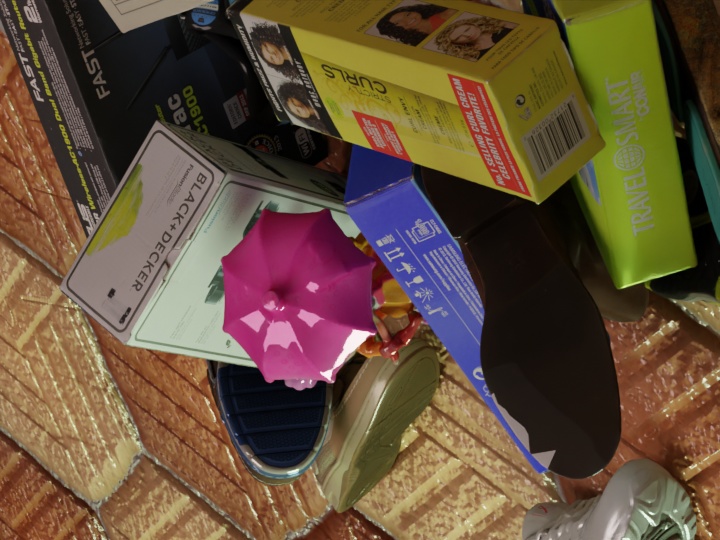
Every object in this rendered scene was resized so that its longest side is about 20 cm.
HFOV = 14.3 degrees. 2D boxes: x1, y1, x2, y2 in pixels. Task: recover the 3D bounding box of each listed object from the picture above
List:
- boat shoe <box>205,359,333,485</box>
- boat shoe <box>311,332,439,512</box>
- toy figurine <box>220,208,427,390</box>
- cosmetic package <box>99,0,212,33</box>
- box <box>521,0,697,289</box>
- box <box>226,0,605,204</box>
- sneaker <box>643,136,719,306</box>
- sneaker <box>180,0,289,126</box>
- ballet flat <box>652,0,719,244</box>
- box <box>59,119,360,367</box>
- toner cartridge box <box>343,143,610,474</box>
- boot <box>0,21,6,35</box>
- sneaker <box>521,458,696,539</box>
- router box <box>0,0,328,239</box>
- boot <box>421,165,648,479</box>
[{"bbox_3d":[-0.061,0.063,1.806,0.073,0.072,0.201,101,165,-46],"label":"boat shoe"},{"bbox_3d":[-0.005,0.087,1.810,0.065,0.071,0.200,47,151,13],"label":"boat shoe"},{"bbox_3d":[0.000,0.000,1.592,0.150,0.184,0.201,36,148,25],"label":"toy figurine"},{"bbox_3d":[-0.131,-0.234,1.507,0.103,0.073,0.200,-13,121,41],"label":"cosmetic package"},{"bbox_3d":[0.112,-0.103,1.362,0.122,0.047,0.201,-109,2,-46],"label":"box"},{"bbox_3d":[0.023,-0.092,1.352,0.200,0.050,0.076,20,144,48],"label":"box"},{"bbox_3d":[0.196,-0.006,1.412,0.200,0.076,0.076,44,114,55],"label":"sneaker"},{"bbox_3d":[-0.064,-0.171,1.615,0.078,0.090,0.201,0,120,56],"label":"sneaker"},{"bbox_3d":[0.174,-0.086,1.360,0.071,0.070,0.201,94,163,-48],"label":"ballet flat"},{"bbox_3d":[-0.070,-0.010,1.658,0.060,0.200,0.117,38,104,29],"label":"box"},{"bbox_3d":[0.064,0.002,1.489,0.043,0.095,0.200,-22,123,24],"label":"toner cartridge box"},{"bbox_3d":[-0.187,-0.151,1.853,0.201,0.073,0.095,66,156,-3],"label":"boot"},{"bbox_3d":[0.132,0.165,1.685,0.099,0.078,0.201,45,148,25],"label":"sneaker"},{"bbox_3d":[-0.117,-0.119,1.686,0.062,0.150,0.201,12,130,50],"label":"router box"},{"bbox_3d":[0.112,0.019,1.451,0.064,0.200,0.187,-24,76,18],"label":"boot"}]
